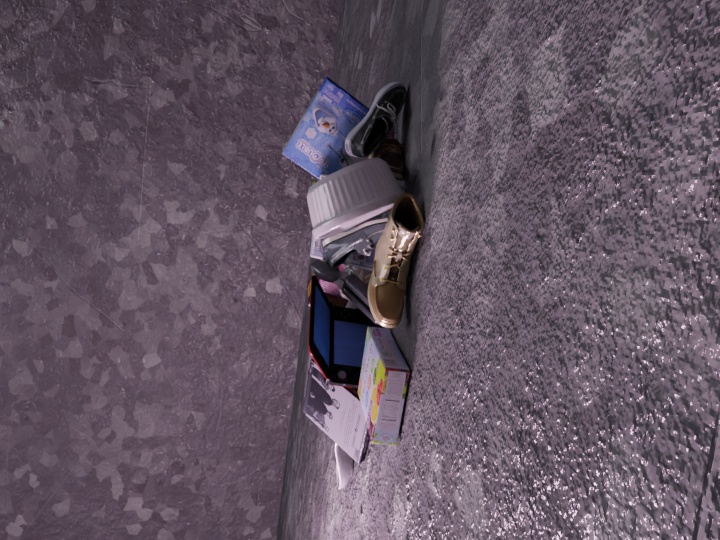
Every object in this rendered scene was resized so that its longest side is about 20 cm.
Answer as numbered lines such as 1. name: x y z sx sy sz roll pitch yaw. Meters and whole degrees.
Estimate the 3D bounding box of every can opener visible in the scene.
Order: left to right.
1. can opener: -0.029 0.043 1.240 0.199 0.066 0.054 42 137 25

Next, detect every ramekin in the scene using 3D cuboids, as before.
1. ramekin: -0.015 -0.141 1.111 0.202 0.197 0.097 164 83 -79

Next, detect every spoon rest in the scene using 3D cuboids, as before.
1. spoon rest: -0.041 0.439 1.384 0.101 0.058 0.205 -98 19 -56

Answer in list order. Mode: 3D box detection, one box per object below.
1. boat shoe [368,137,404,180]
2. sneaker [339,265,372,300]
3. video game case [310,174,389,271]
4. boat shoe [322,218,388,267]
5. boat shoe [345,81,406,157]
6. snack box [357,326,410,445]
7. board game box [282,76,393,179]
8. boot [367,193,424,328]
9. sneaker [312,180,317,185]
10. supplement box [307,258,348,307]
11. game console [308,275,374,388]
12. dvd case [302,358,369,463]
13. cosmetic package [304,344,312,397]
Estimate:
1. boat shoe: 0.058 -0.250 1.235 0.201 0.070 0.074 -102 25 -65
2. sneaker: 0.000 0.000 1.335 0.077 0.089 0.204 -98 17 -51
3. video game case: -0.015 -0.104 1.261 0.023 0.194 0.189 -8 -72 -63
4. boat shoe: 0.008 -0.058 1.199 0.072 0.195 0.064 5 -110 -58
5. boat shoe: 0.047 -0.320 1.219 0.067 0.074 0.200 21 63 45
6. snack box: 0.039 0.212 1.087 0.200 0.051 0.147 -117 35 -73
7. board game box: -0.053 -0.307 1.355 0.201 0.197 0.044 -53 20 19
8. boot: 0.066 -0.018 1.034 0.157 0.070 0.206 112 167 -56
9. sneaker: -0.073 -0.111 1.351 0.070 0.082 0.206 -20 88 39
10. supplement box: -0.063 -0.004 1.555 0.132 0.100 0.204 -105 37 -62
11. game console: -0.036 0.131 1.239 0.120 0.166 0.205 110 164 -47
12. dvd case: -0.052 0.312 1.290 0.198 0.024 0.155 32 123 34
13. cosmetic package: -0.098 0.228 1.504 0.107 0.087 0.208 125 147 -75
